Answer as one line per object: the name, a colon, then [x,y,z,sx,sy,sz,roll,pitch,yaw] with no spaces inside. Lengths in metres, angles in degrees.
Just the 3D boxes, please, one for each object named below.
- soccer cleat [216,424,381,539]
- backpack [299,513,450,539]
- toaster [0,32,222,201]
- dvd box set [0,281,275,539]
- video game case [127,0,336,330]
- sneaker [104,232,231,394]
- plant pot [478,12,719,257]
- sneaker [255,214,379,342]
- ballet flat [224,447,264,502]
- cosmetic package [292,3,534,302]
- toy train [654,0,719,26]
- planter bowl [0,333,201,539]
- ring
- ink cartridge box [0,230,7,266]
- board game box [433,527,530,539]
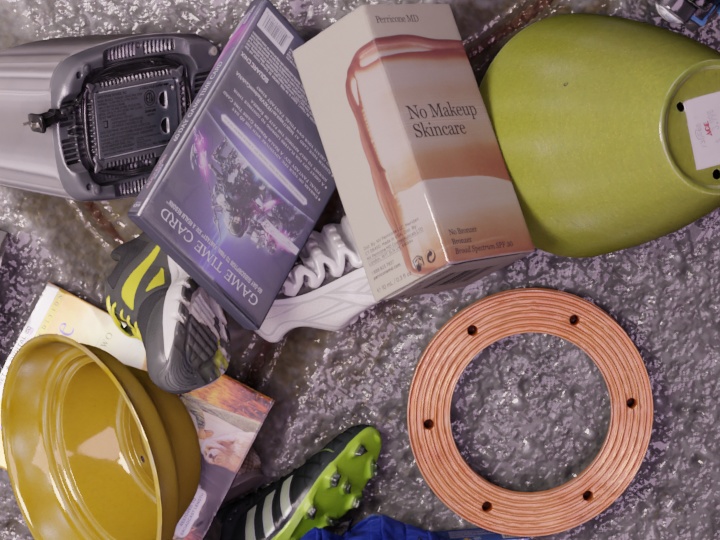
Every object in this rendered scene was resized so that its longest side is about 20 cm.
soccer cleat: [-0.064,0.191,1.611,0.200,0.081,0.068,-49,142,-14]
backpack: [0.014,0.266,1.537,0.167,0.200,0.163,27,101,1]
toaster: [-0.199,-0.112,1.471,0.129,0.200,0.114,6,107,39]
dvd box set: [-0.186,0.118,1.572,0.199,0.029,0.147,28,84,0]
video game case: [-0.077,-0.078,1.498,0.143,0.019,0.200,46,62,-36]
sneaker: [-0.148,0.033,1.514,0.084,0.200,0.075,-24,120,13]
plant pot: [0.206,-0.102,1.476,0.186,0.200,0.188,0,91,-22]
sneaker: [0.000,0.000,1.582,0.199,0.075,0.081,-13,125,-5]
ballet flat: [-0.171,0.187,1.612,0.199,0.067,0.046,-27,77,1]
cosmetic package: [0.039,-0.088,1.493,0.087,0.103,0.201,-29,77,44]
toy train: [0.279,-0.273,1.514,0.087,0.114,0.200,33,99,-15]
planter bowl: [-0.175,0.135,1.491,0.083,0.200,0.201,-16,108,-40]
ring: [0.135,0.113,1.631,0.199,0.019,0.201,0,97,-4]
ink cartridge box: [-0.381,0.021,1.537,0.199,0.086,0.147,15,102,-10]
board game box: [0.040,0.283,1.660,0.199,0.034,0.136,-3,103,-4]
